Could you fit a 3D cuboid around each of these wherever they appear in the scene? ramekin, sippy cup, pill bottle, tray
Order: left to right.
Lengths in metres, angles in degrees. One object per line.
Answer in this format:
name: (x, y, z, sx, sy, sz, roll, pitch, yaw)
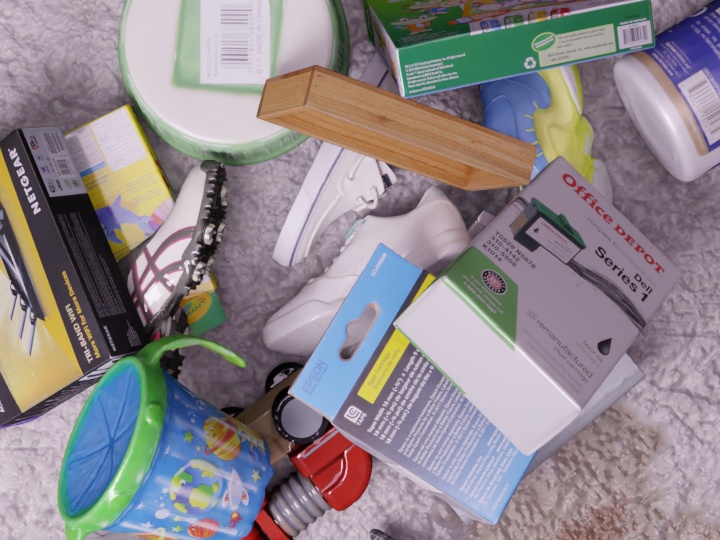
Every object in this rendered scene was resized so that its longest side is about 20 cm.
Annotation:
sippy cup: (-0.143, 0.150, 1.240, 0.130, 0.140, 0.178, 25, 119, -26)
ramekin: (-0.107, -0.188, 1.341, 0.199, 0.098, 0.201, 0, 93, -2)
tray: (0.029, -0.110, 1.275, 0.199, 0.099, 0.037, 16, 82, -25)
pill bottle: (0.323, -0.174, 1.349, 0.199, 0.120, 0.120, -31, 94, -1)

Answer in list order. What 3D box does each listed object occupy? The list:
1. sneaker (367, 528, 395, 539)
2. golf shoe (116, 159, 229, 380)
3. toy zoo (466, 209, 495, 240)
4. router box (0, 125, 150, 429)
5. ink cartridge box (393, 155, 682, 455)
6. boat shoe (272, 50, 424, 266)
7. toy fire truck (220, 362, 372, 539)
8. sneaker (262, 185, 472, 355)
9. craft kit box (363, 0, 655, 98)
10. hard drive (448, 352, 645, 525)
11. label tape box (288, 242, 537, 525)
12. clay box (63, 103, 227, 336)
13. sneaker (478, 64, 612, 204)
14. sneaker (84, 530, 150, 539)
sneaker: (-0.022, 0.316, 1.394, 0.080, 0.076, 0.200, 44, 93, 18)
golf shoe: (-0.166, -0.001, 1.315, 0.088, 0.077, 0.201, 20, 94, 5)
toy zoo: (0.111, 0.042, 1.401, 0.131, 0.020, 0.200, 40, 91, -4)
router box: (-0.271, 0.007, 1.311, 0.157, 0.052, 0.201, -31, 79, 34)
ink cartridge box: (0.143, 0.022, 1.267, 0.146, 0.084, 0.200, 44, 47, 1)
boat shoe: (-0.004, -0.085, 1.369, 0.070, 0.071, 0.201, 29, 85, -1)
toy fire truck: (-0.052, 0.207, 1.362, 0.176, 0.129, 0.200, -37, 104, 0)
sneaker: (0.000, 0.000, 1.379, 0.199, 0.075, 0.089, -28, 62, 12)
craft kit box: (0.112, -0.200, 1.298, 0.199, 0.198, 0.049, -12, 109, -4)
hard drive: (0.122, 0.098, 1.378, 0.200, 0.033, 0.140, -40, 94, 0)
label tape box: (0.056, 0.091, 1.311, 0.200, 0.063, 0.145, 33, 81, -8)
clay box: (-0.202, -0.026, 1.372, 0.114, 0.048, 0.201, -25, 95, 0)
sneaker: (0.153, -0.086, 1.380, 0.105, 0.076, 0.201, -14, 91, 14)
sneaker: (-0.177, 0.271, 1.328, 0.092, 0.075, 0.201, -50, 127, -35)
